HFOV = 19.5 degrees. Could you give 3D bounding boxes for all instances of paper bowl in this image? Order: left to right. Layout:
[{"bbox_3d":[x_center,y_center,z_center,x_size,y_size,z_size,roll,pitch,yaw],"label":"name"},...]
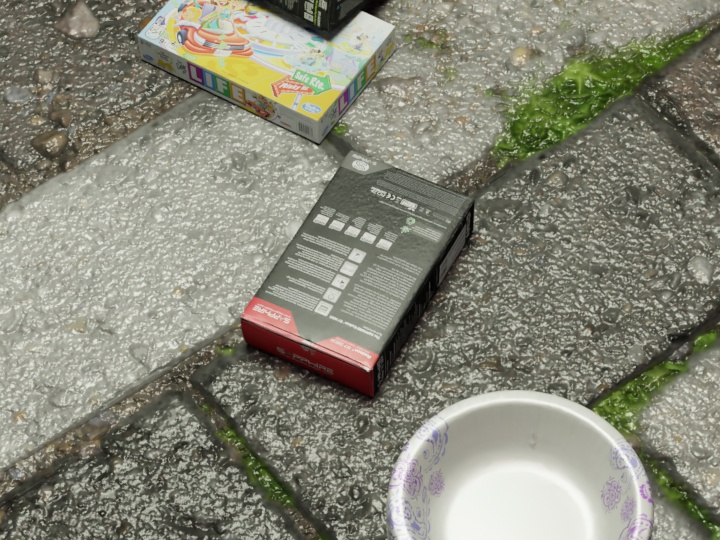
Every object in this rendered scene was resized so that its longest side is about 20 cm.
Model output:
[{"bbox_3d":[0.120,0.200,1.601,0.200,0.104,0.201,-1,54,2],"label":"paper bowl"}]

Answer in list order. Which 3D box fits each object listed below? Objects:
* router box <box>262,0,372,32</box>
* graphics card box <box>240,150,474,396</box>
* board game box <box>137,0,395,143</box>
[{"bbox_3d":[-0.032,-0.317,1.973,0.150,0.062,0.200,28,45,21],"label":"router box"},{"bbox_3d":[0.000,0.000,1.781,0.125,0.051,0.200,21,59,17],"label":"graphics card box"},{"bbox_3d":[-0.086,-0.211,1.943,0.200,0.034,0.135,26,59,19],"label":"board game box"}]
